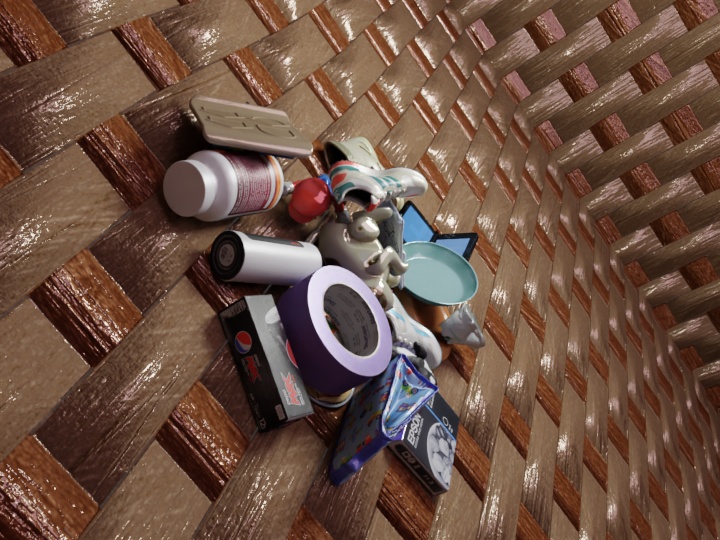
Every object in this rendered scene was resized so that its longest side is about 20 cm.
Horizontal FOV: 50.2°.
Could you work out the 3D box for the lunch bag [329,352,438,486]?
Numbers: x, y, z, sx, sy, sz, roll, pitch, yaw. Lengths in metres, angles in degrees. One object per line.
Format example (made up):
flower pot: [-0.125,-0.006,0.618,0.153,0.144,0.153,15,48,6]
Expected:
lunch bag: [0.022,0.252,1.248,0.094,0.151,0.200,43,34,-1]

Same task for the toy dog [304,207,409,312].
toy dog: [0.000,0.000,1.451,0.192,0.139,0.202,-4,70,-29]

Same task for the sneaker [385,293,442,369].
sneaker: [0.082,0.133,1.539,0.200,0.076,0.081,45,39,-13]

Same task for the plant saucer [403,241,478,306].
plant saucer: [0.158,0.014,1.678,0.198,0.036,0.201,12,40,-10]

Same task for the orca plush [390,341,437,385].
orca plush: [0.070,0.169,1.408,0.201,0.105,0.071,57,4,-16]

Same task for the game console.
game console: [0.179,-0.088,1.835,0.200,0.171,0.120,-55,138,-58]

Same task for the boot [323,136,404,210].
boot: [0.006,-0.207,1.712,0.201,0.072,0.154,58,29,6]

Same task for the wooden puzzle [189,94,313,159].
wooden puzzle: [-0.191,-0.235,1.307,0.183,0.047,0.200,6,26,-23]

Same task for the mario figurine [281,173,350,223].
mario figurine: [-0.092,-0.130,1.488,0.200,0.122,0.107,-41,125,-71]

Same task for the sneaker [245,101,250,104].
sneaker: [-0.190,-0.265,1.453,0.199,0.076,0.115,-21,89,-55]

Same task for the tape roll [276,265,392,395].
tape roll: [-0.043,0.099,1.289,0.199,0.085,0.201,33,40,-32]

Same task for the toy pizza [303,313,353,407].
toy pizza: [-0.068,0.139,1.335,0.200,0.032,0.202,37,37,-35]

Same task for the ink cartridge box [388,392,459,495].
ink cartridge box: [0.110,0.289,1.469,0.200,0.043,0.199,48,32,-17]

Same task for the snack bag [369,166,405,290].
snack bag: [0.056,-0.092,1.580,0.201,0.021,0.189,86,-15,-47]

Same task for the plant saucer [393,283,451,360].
plant saucer: [0.146,0.103,1.691,0.200,0.037,0.201,38,36,-34]

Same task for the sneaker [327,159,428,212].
sneaker: [0.036,-0.144,1.440,0.198,0.071,0.094,7,53,-20]

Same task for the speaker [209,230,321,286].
speaker: [-0.154,-0.016,1.289,0.199,0.081,0.082,7,58,-54]

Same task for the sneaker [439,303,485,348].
sneaker: [0.222,0.131,1.687,0.071,0.080,0.200,68,10,27]

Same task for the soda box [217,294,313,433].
soda box: [-0.145,0.140,1.182,0.071,0.063,0.202,-1,66,-57]

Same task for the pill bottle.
pill bottle: [-0.223,-0.141,1.257,0.200,0.112,0.114,-19,81,-61]
